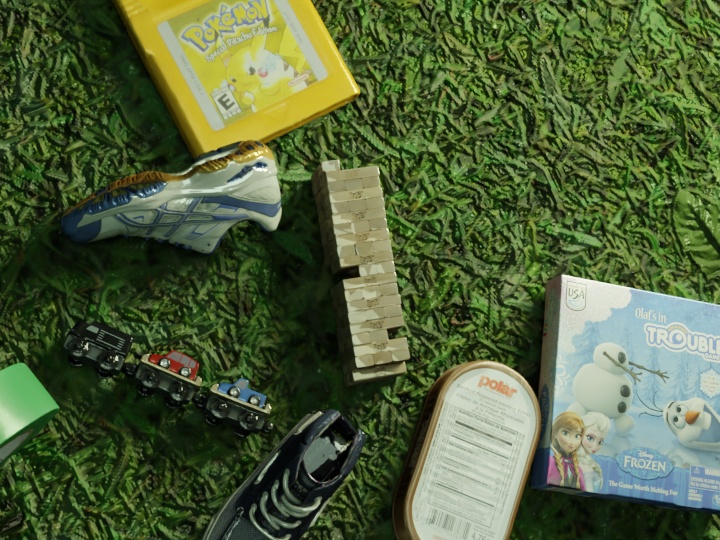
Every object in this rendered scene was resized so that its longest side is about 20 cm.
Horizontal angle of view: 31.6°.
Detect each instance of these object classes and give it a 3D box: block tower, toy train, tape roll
[{"bbox_3d":[0.000,0.000,1.177,0.057,0.054,0.203,-8,81,-17],"label":"block tower"},{"bbox_3d":[-0.166,0.094,1.125,0.198,0.034,0.046,24,61,-8],"label":"toy train"},{"bbox_3d":[-0.326,0.152,0.980,0.200,0.200,0.048,-40,90,-19],"label":"tape roll"}]

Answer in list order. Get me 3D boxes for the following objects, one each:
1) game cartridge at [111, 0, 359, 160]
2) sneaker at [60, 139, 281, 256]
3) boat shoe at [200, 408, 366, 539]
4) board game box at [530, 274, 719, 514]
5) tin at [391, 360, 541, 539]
[{"bbox_3d":[-0.120,-0.218,1.206,0.175,0.032,0.202,-28,87,-19],"label":"game cartridge"},{"bbox_3d":[-0.164,-0.046,1.134,0.197,0.075,0.089,-16,111,-3],"label":"sneaker"},{"bbox_3d":[-0.070,0.200,1.093,0.074,0.093,0.201,36,71,-4],"label":"boat shoe"},{"bbox_3d":[0.268,0.121,1.226,0.197,0.043,0.202,10,75,-14],"label":"board game box"},{"bbox_3d":[0.101,0.181,1.174,0.111,0.042,0.203,23,73,-13],"label":"tin"}]
